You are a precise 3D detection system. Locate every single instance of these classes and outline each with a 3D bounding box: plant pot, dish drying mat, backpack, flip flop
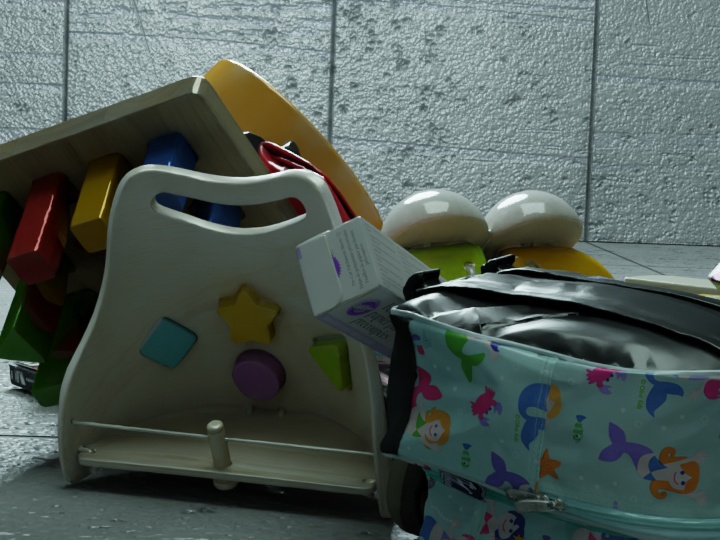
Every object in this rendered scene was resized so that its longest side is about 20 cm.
[{"bbox_3d":[-0.112,-0.036,1.329,0.183,0.201,0.200,-44,17,-10],"label":"plant pot"},{"bbox_3d":[0.000,0.000,1.037,0.077,0.018,0.201,30,-19,47],"label":"dish drying mat"},{"bbox_3d":[0.125,0.073,0.770,0.198,0.152,0.177,2,5,36],"label":"backpack"},{"bbox_3d":[0.057,0.097,0.915,0.057,0.082,0.199,7,13,28],"label":"flip flop"}]

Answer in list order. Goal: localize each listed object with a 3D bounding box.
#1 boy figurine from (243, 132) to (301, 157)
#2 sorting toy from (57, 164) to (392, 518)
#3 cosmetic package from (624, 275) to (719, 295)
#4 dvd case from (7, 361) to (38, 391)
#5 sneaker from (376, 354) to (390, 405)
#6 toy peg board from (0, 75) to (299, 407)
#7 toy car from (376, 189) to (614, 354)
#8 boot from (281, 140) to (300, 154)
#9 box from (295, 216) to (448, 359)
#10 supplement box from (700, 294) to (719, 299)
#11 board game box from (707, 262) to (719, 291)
[{"bbox_3d":[-0.120,-0.020,1.131,0.124,0.065,0.199,15,-32,-44],"label":"boy figurine"},{"bbox_3d":[-0.068,0.029,0.916,0.198,0.182,0.107,4,25,16],"label":"sorting toy"},{"bbox_3d":[0.297,0.063,1.219,0.199,0.105,0.073,8,7,40],"label":"cosmetic package"},{"bbox_3d":[-0.155,0.087,1.218,0.145,0.022,0.199,-2,6,-37],"label":"dvd case"},{"bbox_3d":[-0.025,0.083,1.038,0.198,0.081,0.086,-1,13,32],"label":"sneaker"},{"bbox_3d":[-0.139,0.012,0.999,0.197,0.201,0.098,-15,41,23],"label":"toy peg board"},{"bbox_3d":[0.090,0.043,1.210,0.198,0.177,0.150,-1,-28,-26],"label":"toy car"},{"bbox_3d":[-0.146,-0.014,1.222,0.198,0.188,0.064,5,-14,17],"label":"boot"},{"bbox_3d":[0.025,0.022,0.867,0.038,0.042,0.200,-24,-21,15],"label":"box"},{"bbox_3d":[0.208,0.077,0.997,0.109,0.110,0.199,6,6,39],"label":"supplement box"},{"bbox_3d":[0.288,0.069,0.833,0.200,0.041,0.200,45,-1,-10],"label":"board game box"}]
